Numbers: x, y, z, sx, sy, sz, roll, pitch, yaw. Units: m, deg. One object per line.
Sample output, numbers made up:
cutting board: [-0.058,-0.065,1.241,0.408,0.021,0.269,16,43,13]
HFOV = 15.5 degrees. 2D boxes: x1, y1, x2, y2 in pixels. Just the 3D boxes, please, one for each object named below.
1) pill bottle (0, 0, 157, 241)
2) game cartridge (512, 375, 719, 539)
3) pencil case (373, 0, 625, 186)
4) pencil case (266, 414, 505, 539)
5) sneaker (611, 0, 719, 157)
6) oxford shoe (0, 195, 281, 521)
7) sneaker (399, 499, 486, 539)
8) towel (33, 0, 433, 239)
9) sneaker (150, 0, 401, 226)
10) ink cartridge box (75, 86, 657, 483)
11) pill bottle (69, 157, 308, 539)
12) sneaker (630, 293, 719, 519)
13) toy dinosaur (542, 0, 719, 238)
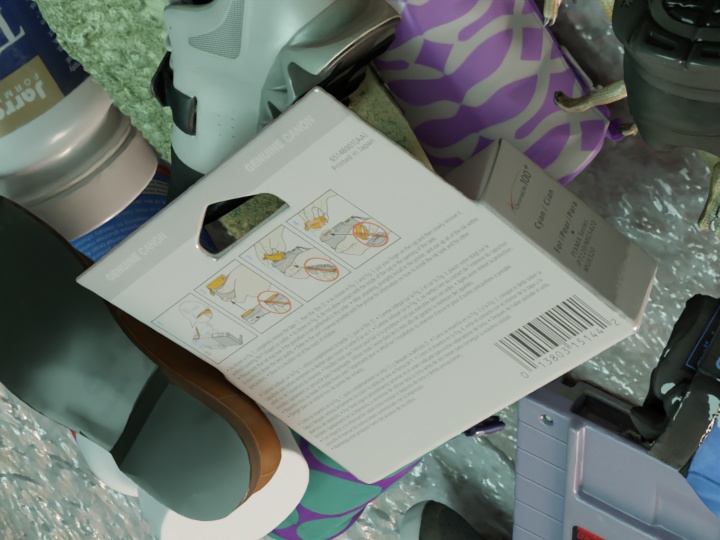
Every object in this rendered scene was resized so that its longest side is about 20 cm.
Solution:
pill bottle: [-0.181,-0.112,1.254,0.111,0.111,0.201,-4,125,47]
game cartridge: [0.165,0.137,1.306,0.199,0.038,0.130,26,138,24]
pencil case: [0.037,-0.116,1.121,0.085,0.084,0.201,-26,115,13]
pencil case: [0.005,0.075,1.351,0.200,0.092,0.086,-42,58,57]
sneaker: [0.194,-0.065,1.013,0.199,0.076,0.091,16,147,15]
oxford shoe: [-0.118,0.038,1.236,0.200,0.071,0.071,44,111,10]
sneaker: [0.106,0.188,1.407,0.082,0.077,0.200,-39,99,28]
towel: [-0.052,-0.093,1.195,0.148,0.037,0.200,-20,124,35]
sneaker: [-0.051,-0.088,1.130,0.089,0.074,0.200,50,146,7]
ink cartridge box: [0.000,0.000,1.148,0.176,0.045,0.200,37,139,-18]
pill bottle: [-0.105,0.043,1.335,0.201,0.112,0.113,58,157,34]
sneaker: [0.189,0.050,1.146,0.111,0.077,0.200,38,150,-4]
toy dinosaur: [0.130,-0.109,1.074,0.100,0.058,0.201,9,133,17]
